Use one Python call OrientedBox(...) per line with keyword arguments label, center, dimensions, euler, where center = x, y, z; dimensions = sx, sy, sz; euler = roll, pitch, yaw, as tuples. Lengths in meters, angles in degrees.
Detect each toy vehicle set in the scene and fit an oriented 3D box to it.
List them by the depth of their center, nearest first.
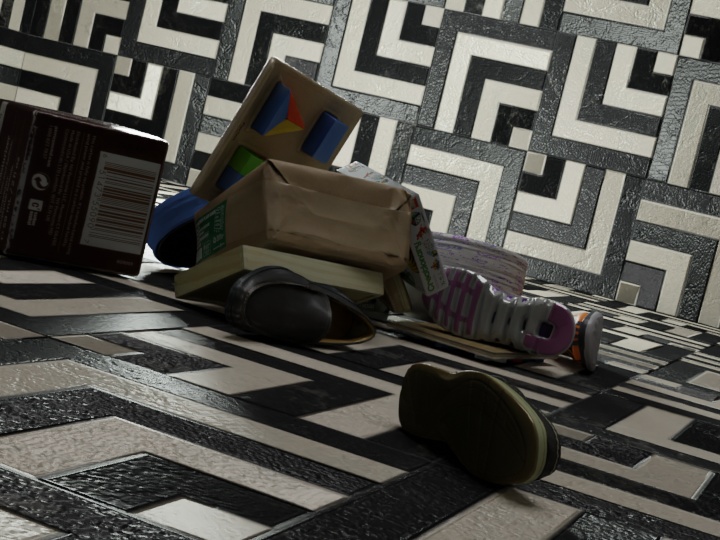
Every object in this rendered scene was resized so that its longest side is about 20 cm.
OrientedBox(label="toy vehicle set", center=(-0.088, 0.016, 1.459), dimensions=(0.200, 0.027, 0.124), euler=(11, -22, -42))

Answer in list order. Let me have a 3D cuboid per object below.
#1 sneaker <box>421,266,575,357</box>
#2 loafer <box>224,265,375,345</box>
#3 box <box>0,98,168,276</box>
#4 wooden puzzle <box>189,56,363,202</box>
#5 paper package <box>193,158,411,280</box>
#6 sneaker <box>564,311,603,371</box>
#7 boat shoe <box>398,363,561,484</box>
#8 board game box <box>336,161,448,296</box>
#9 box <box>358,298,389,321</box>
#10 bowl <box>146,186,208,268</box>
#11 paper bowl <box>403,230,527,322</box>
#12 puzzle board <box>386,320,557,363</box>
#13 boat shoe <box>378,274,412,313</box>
OrientedBox(label="sneaker", center=(0.172, 0.057, 1.642), dimensions=(0.200, 0.081, 0.088), euler=(20, -1, 19))
OrientedBox(label="loafer", center=(-0.057, 0.040, 1.343), dimensions=(0.072, 0.073, 0.200), euler=(21, 8, 33))
OrientedBox(label="box", center=(-0.349, -0.100, 1.564), dimensions=(0.164, 0.166, 0.200), euler=(10, 5, -31))
OrientedBox(label="wooden puzzle", center=(-0.089, -0.138, 1.589), dimensions=(0.046, 0.185, 0.200), euler=(37, 8, 35))
OrientedBox(label="paper package", center=(-0.073, -0.036, 1.531), dimensions=(0.190, 0.104, 0.200), euler=(12, -22, -29))
OrientedBox(label="sneaker", center=(0.263, 0.089, 1.775), dimensions=(0.112, 0.078, 0.200), euler=(11, -7, 10))
OrientedBox(label="boat shoe", center=(0.095, 0.107, 0.968), dimensions=(0.066, 0.072, 0.201), euler=(6, 3, -25))
OrientedBox(label="board game box", center=(0.038, -0.055, 1.653), dimensions=(0.035, 0.126, 0.200), euler=(-26, 23, -13))
OrientedBox(label="box", center=(-0.044, 0.021, 1.801), dimensions=(0.137, 0.040, 0.200), euler=(12, 5, -13))
OrientedBox(label="bowl", center=(-0.179, -0.058, 1.714), dimensions=(0.200, 0.039, 0.201), euler=(-15, -19, -5))
OrientedBox(label="paper bowl", center=(0.120, 0.017, 1.800), dimensions=(0.200, 0.105, 0.201), euler=(13, -9, 2))
OrientedBox(label="puzzle board", center=(0.142, 0.091, 1.668), dimensions=(0.150, 0.017, 0.200), euler=(15, 4, 30))
OrientedBox(label="boat shoe", center=(0.000, 0.000, 1.683), dimensions=(0.065, 0.072, 0.200), euler=(-27, 41, -13))
